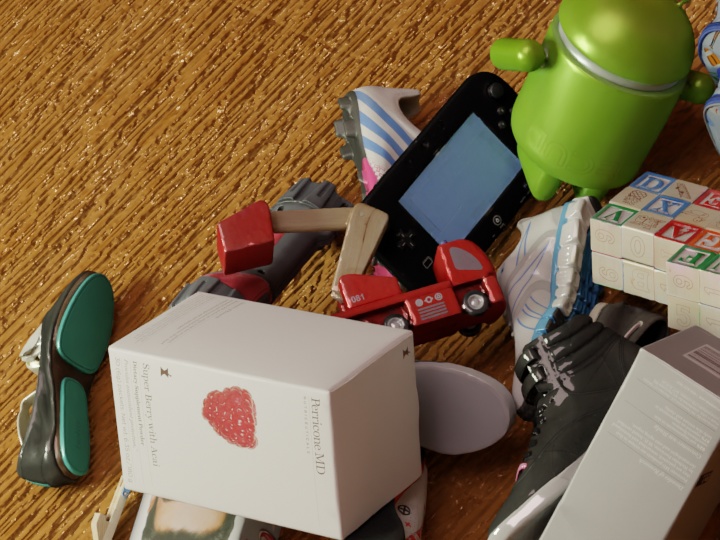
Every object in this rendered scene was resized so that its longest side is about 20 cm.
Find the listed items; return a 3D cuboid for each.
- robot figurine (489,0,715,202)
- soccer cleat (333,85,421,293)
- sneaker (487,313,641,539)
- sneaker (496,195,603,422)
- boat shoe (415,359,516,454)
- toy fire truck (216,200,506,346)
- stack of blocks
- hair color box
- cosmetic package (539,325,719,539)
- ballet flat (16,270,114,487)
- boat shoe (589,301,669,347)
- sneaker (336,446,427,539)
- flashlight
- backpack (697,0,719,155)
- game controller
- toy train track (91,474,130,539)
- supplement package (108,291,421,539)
[{"bbox_3d":[0.191,-0.146,1.808,0.174,0.201,0.116,9,40,-18],"label":"robot figurine"},{"bbox_3d":[0.035,-0.073,1.913,0.085,0.070,0.201,-6,60,-10],"label":"soccer cleat"},{"bbox_3d":[0.134,0.113,1.651,0.099,0.071,0.200,39,66,15],"label":"sneaker"},{"bbox_3d":[0.138,0.035,1.796,0.086,0.075,0.201,-8,48,32],"label":"sneaker"},{"bbox_3d":[0.040,0.102,1.784,0.199,0.073,0.066,-7,11,35],"label":"boat shoe"},{"bbox_3d":[0.000,0.000,1.772,0.198,0.049,0.142,-17,69,-11],"label":"toy fire truck"},{"bbox_3d":[0.272,-0.004,1.727,0.199,0.059,0.115,18,37,34],"label":"stack of blocks"},{"bbox_3d":[-0.108,0.156,1.824,0.098,0.061,0.201,0,58,26],"label":"hair color box"},{"bbox_3d":[0.202,0.147,1.588,0.090,0.107,0.201,31,114,22],"label":"cosmetic package"},{"bbox_3d":[-0.259,0.090,1.940,0.068,0.068,0.201,-13,52,27],"label":"ballet flat"},{"bbox_3d":[0.178,0.108,1.720,0.057,0.067,0.201,4,56,32],"label":"boat shoe"},{"bbox_3d":[0.018,0.212,1.721,0.067,0.109,0.202,-4,19,7],"label":"sneaker"},{"bbox_3d":[-0.083,-0.006,1.882,0.068,0.068,0.200,-31,15,42],"label":"flashlight"},{"bbox_3d":[0.342,-0.153,1.743,0.199,0.191,0.155,12,63,30],"label":"backpack"},{"bbox_3d":[0.079,-0.069,1.861,0.104,0.042,0.200,41,64,-2],"label":"game controller"},{"bbox_3d":[-0.185,0.123,1.868,0.202,0.032,0.115,-70,14,-10],"label":"toy train track"},{"bbox_3d":[-0.069,0.104,1.695,0.199,0.122,0.120,9,24,31],"label":"supplement package"}]
